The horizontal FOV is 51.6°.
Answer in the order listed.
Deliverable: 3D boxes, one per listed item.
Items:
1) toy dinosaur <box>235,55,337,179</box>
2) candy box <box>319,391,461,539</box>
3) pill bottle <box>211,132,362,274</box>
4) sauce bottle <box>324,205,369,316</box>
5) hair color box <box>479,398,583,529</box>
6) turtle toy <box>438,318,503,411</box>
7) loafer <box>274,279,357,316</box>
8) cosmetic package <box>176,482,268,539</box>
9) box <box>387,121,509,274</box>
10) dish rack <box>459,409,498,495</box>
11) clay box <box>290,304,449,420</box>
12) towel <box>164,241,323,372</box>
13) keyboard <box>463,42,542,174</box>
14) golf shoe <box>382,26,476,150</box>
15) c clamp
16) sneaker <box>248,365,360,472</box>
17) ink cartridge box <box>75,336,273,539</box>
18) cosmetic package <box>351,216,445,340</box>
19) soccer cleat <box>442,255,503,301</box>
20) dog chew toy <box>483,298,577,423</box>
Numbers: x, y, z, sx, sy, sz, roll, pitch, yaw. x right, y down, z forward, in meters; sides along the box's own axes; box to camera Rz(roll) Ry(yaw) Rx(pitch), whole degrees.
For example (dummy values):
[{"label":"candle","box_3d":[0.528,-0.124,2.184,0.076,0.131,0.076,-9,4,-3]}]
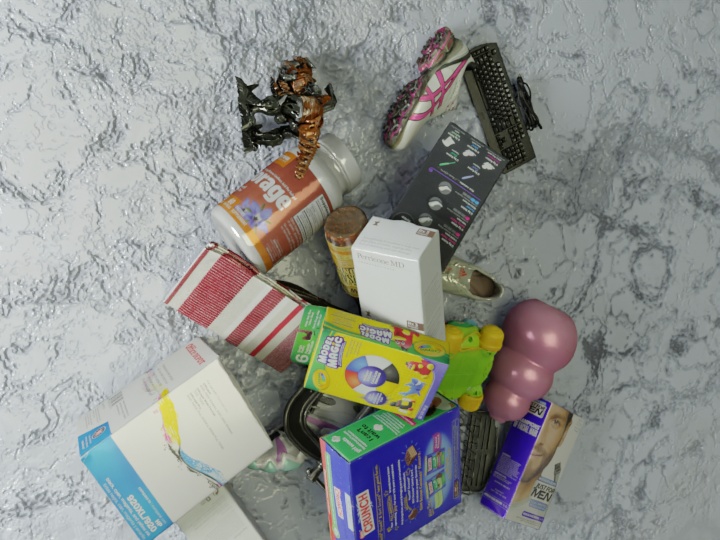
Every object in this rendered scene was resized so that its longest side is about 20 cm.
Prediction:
[{"label":"toy dinosaur","box_3d":[-0.094,-0.211,0.985,0.132,0.202,0.104,-6,126,-7]},{"label":"candy box","box_3d":[0.047,0.283,1.042,0.197,0.076,0.173,-19,116,-34]},{"label":"pill bottle","box_3d":[-0.097,-0.095,1.016,0.199,0.112,0.113,-40,109,-15]},{"label":"sauce bottle","box_3d":[0.000,0.000,1.052,0.066,0.066,0.202,-36,138,-16]},{"label":"hair color box","box_3d":[0.287,0.317,1.240,0.108,0.064,0.203,27,83,-38]},{"label":"turtle toy","box_3d":[0.119,0.132,1.136,0.196,0.101,0.148,3,117,-26]},{"label":"loafer","box_3d":[-0.071,0.065,1.065,0.197,0.071,0.075,17,89,-24]},{"label":"cosmetic package","box_3d":[-0.182,0.367,1.028,0.080,0.113,0.202,-34,105,-15]},{"label":"box","box_3d":[0.110,-0.088,1.073,0.105,0.122,0.202,32,72,2]},{"label":"dish rack","box_3d":[0.141,0.293,1.191,0.196,0.054,0.157,7,93,-24]},{"label":"clay box","box_3d":[0.008,0.122,0.981,0.196,0.048,0.116,15,128,-5]},{"label":"towel","box_3d":[-0.152,0.054,1.004,0.198,0.144,0.023,33,40,-17]},{"label":"keyboard","box_3d":[0.235,-0.265,1.182,0.103,0.039,0.203,-29,107,-17]},{"label":"golf shoe","box_3d":[0.107,-0.257,1.109,0.091,0.072,0.202,34,82,-24]},{"label":"c clamp","box_3d":[-0.026,0.208,1.058,0.171,0.027,0.201,44,73,-22]},{"label":"sneaker","box_3d":[-0.086,0.205,1.077,0.196,0.077,0.143,-5,96,-32]},{"label":"ink cartridge box","box_3d":[-0.241,0.211,0.966,0.198,0.147,0.146,-35,107,-15]},{"label":"cosmetic package","box_3d":[0.055,0.036,0.998,0.074,0.100,0.203,-54,145,-40]},{"label":"soccer cleat","box_3d":[0.131,0.003,1.143,0.196,0.077,0.071,15,90,-24]},{"label":"dog chew toy","box_3d":[0.264,0.150,1.199,0.123,0.124,0.203,27,93,-23]}]
